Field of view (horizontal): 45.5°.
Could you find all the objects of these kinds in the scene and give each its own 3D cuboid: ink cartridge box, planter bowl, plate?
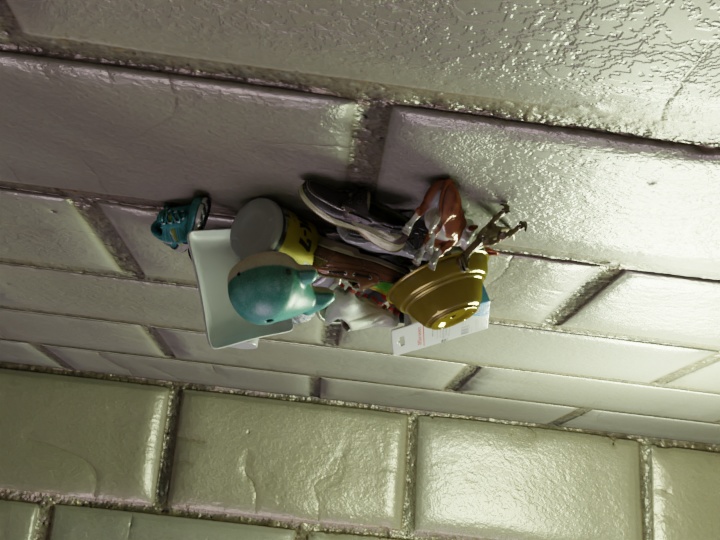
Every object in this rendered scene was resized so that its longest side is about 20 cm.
[{"bbox_3d":[0.146,0.087,1.663,0.197,0.067,0.116,-16,148,-5],"label":"ink cartridge box"},{"bbox_3d":[0.151,0.049,1.512,0.198,0.084,0.201,-20,161,-7],"label":"planter bowl"},{"bbox_3d":[-0.214,0.025,1.503,0.032,0.203,0.199,-15,177,41],"label":"plate"}]

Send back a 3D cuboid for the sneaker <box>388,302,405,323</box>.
[{"bbox_3d":[0.142,0.030,1.721,0.198,0.088,0.074,-21,149,5],"label":"sneaker"}]

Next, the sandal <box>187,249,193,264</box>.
[{"bbox_3d":[-0.274,-0.019,1.610,0.048,0.076,0.199,-12,-154,-42],"label":"sandal"}]

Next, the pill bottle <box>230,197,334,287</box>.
[{"bbox_3d":[-0.124,-0.041,1.504,0.113,0.116,0.199,-6,159,34],"label":"pill bottle"}]

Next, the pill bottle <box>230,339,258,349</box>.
[{"bbox_3d":[-0.222,0.045,1.661,0.103,0.203,0.104,6,163,2],"label":"pill bottle"}]

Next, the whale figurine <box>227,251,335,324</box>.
[{"bbox_3d":[-0.129,0.047,1.426,0.158,0.105,0.199,-27,146,31],"label":"whale figurine"}]

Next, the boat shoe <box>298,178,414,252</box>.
[{"bbox_3d":[-0.003,-0.101,1.367,0.198,0.074,0.065,25,125,-21],"label":"boat shoe"}]

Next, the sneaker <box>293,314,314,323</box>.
[{"bbox_3d":[-0.125,0.059,1.676,0.087,0.077,0.200,-3,169,-8],"label":"sneaker"}]

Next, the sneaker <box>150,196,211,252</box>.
[{"bbox_3d":[-0.320,-0.082,1.517,0.079,0.078,0.199,27,154,-20],"label":"sneaker"}]

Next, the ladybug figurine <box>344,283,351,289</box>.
[{"bbox_3d":[-0.104,0.011,1.729,0.197,0.073,0.135,-5,159,29],"label":"ladybug figurine"}]

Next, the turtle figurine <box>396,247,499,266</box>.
[{"bbox_3d":[0.143,-0.015,1.577,0.160,0.065,0.199,19,159,-35],"label":"turtle figurine"}]

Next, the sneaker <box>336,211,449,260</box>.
[{"bbox_3d":[0.057,-0.060,1.475,0.197,0.079,0.099,14,171,0],"label":"sneaker"}]

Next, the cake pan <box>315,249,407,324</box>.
[{"bbox_3d":[-0.003,0.026,1.647,0.198,0.037,0.201,-23,150,-14],"label":"cake pan"}]

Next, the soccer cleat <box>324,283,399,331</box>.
[{"bbox_3d":[0.001,0.083,1.621,0.069,0.078,0.199,29,-177,40],"label":"soccer cleat"}]

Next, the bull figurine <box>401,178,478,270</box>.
[{"bbox_3d":[0.130,-0.068,1.362,0.065,0.122,0.200,28,165,26],"label":"bull figurine"}]

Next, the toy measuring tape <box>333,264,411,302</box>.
[{"bbox_3d":[0.042,0.025,1.568,0.073,0.075,0.198,-11,171,43],"label":"toy measuring tape"}]

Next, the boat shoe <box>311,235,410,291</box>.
[{"bbox_3d":[0.000,0.000,1.496,0.198,0.069,0.072,19,-178,-29],"label":"boat shoe"}]

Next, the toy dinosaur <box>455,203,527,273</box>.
[{"bbox_3d":[0.217,-0.062,1.398,0.199,0.059,0.101,-29,173,-47],"label":"toy dinosaur"}]
